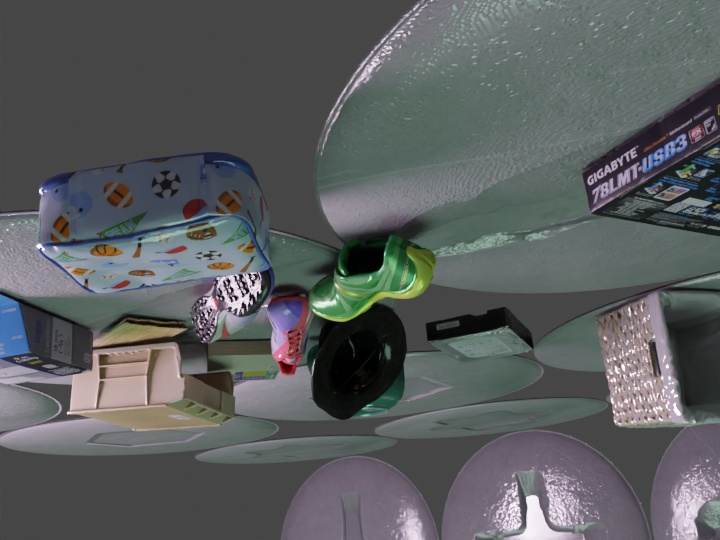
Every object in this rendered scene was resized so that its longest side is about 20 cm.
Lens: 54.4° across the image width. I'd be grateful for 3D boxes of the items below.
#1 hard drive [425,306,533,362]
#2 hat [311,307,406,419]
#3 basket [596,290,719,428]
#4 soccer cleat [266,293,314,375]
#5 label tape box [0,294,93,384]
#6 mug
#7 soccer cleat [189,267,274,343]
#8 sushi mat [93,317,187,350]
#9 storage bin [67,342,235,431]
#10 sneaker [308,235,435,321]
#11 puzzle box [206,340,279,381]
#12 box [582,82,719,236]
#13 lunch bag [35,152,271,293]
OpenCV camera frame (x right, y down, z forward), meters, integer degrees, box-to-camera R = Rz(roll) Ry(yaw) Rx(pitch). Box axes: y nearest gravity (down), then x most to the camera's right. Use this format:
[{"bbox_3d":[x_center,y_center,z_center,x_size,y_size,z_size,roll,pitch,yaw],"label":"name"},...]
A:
[{"bbox_3d":[0.206,0.114,1.183,0.137,0.039,0.199,-13,159,21],"label":"hard drive"},{"bbox_3d":[-0.018,0.124,1.073,0.198,0.081,0.204,-24,132,-30],"label":"hat"},{"bbox_3d":[0.508,0.149,1.119,0.195,0.203,0.161,3,161,-23],"label":"basket"},{"bbox_3d":[-0.098,0.090,0.983,0.065,0.078,0.201,-2,160,-9],"label":"soccer cleat"},{"bbox_3d":[-0.472,0.096,0.925,0.141,0.065,0.200,-10,160,11],"label":"label tape box"},{"bbox_3d":[-0.012,0.190,1.217,0.180,0.117,0.152,0,160,-15],"label":"mug"},{"bbox_3d":[-0.143,0.029,0.847,0.072,0.069,0.199,-20,168,-38],"label":"soccer cleat"},{"bbox_3d":[-0.345,0.105,1.053,0.094,0.012,0.198,9,156,-38],"label":"sushi mat"},{"bbox_3d":[-0.324,0.190,1.117,0.194,0.096,0.200,-7,158,12],"label":"storage bin"},{"bbox_3d":[0.000,0.000,0.800,0.083,0.075,0.198,36,144,-25],"label":"sneaker"},{"bbox_3d":[-0.203,0.160,1.221,0.130,0.026,0.200,0,159,-14],"label":"puzzle box"},{"bbox_3d":[0.340,-0.097,0.627,0.196,0.051,0.198,5,157,-26],"label":"box"},{"bbox_3d":[-0.181,-0.035,0.631,0.195,0.077,0.161,-6,162,0],"label":"lunch bag"}]
